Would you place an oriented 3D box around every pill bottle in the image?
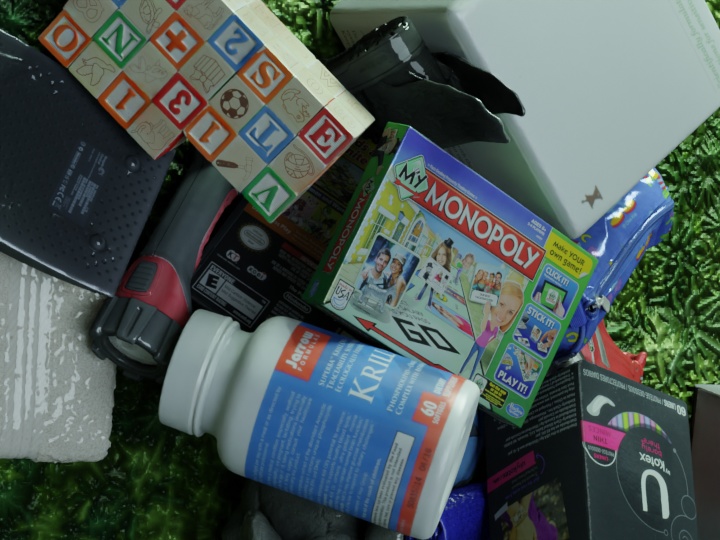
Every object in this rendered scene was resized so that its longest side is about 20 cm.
[{"bbox_3d":[-0.029,0.096,1.487,0.199,0.112,0.113,18,85,7],"label":"pill bottle"}]

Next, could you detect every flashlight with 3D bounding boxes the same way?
[{"bbox_3d":[-0.117,-0.019,1.548,0.068,0.068,0.201,34,62,-13],"label":"flashlight"}]

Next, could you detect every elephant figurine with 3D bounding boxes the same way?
[{"bbox_3d":[-0.019,0.205,1.554,0.155,0.200,0.142,40,103,-23],"label":"elephant figurine"}]

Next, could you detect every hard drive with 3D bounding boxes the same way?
[{"bbox_3d":[-0.231,-0.078,1.476,0.199,0.042,0.136,32,61,-22],"label":"hard drive"}]

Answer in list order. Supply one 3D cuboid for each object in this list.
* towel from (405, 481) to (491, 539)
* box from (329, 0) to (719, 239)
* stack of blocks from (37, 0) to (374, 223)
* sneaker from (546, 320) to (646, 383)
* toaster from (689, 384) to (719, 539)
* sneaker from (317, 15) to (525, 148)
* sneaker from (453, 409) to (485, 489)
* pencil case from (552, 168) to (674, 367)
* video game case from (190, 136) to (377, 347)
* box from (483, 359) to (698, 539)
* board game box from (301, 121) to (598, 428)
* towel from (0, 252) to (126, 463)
[{"bbox_3d":[0.104,0.224,1.685,0.199,0.049,0.149,-12,121,-46],"label":"towel"},{"bbox_3d":[0.129,-0.162,1.631,0.200,0.171,0.200,-41,114,-21],"label":"box"},{"bbox_3d":[-0.103,-0.128,1.490,0.200,0.059,0.115,45,112,-1],"label":"stack of blocks"},{"bbox_3d":[0.202,0.103,1.763,0.085,0.077,0.201,-39,113,-27],"label":"sneaker"},{"bbox_3d":[0.360,0.194,1.839,0.180,0.118,0.202,4,94,-30],"label":"toaster"},{"bbox_3d":[0.016,-0.109,1.552,0.104,0.199,0.060,50,49,-14],"label":"sneaker"},{"bbox_3d":[0.061,0.081,1.679,0.078,0.066,0.201,23,79,-34],"label":"sneaker"},{"bbox_3d":[0.173,-0.011,1.684,0.200,0.086,0.078,-46,130,-47],"label":"pencil case"},{"bbox_3d":[0.000,0.000,1.593,0.199,0.026,0.181,34,75,11],"label":"video game case"},{"bbox_3d":[0.169,0.186,1.615,0.122,0.106,0.201,21,56,-36],"label":"box"},{"bbox_3d":[0.065,0.006,1.526,0.199,0.029,0.135,32,80,-34],"label":"board game box"},{"bbox_3d":[-0.224,0.034,1.524,0.132,0.034,0.202,2,94,-30],"label":"towel"}]
